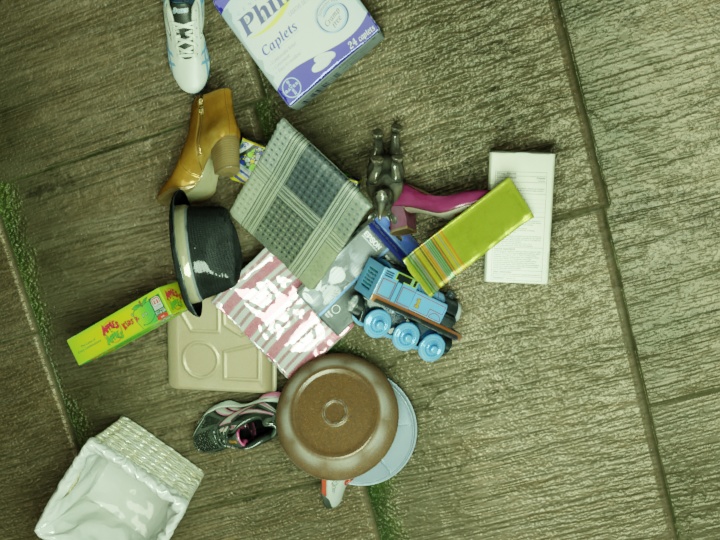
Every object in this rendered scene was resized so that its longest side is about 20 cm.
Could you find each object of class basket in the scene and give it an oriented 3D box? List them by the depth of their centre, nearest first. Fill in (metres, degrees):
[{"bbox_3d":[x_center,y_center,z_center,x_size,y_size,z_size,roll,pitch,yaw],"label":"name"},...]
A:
[{"bbox_3d":[-0.394,0.388,1.461,0.199,0.161,0.199,34,101,1],"label":"basket"}]

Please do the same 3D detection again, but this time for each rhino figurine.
[{"bbox_3d":[0.037,-0.136,1.313,0.059,0.201,0.088,5,130,0],"label":"rhino figurine"}]

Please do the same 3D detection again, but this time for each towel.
[{"bbox_3d":[0.160,-0.047,1.287,0.199,0.018,0.086,-38,126,6],"label":"towel"},{"bbox_3d":[-0.093,-0.097,1.316,0.192,0.034,0.201,43,126,7],"label":"towel"},{"bbox_3d":[-0.124,0.069,1.409,0.146,0.030,0.200,-44,105,-3],"label":"towel"}]

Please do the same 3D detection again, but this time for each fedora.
[{"bbox_3d":[-0.236,-0.033,1.353,0.090,0.201,0.204,-10,98,-1],"label":"fedora"}]

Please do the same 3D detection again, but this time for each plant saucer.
[{"bbox_3d":[-0.039,0.225,1.364,0.197,0.037,0.203,-2,72,5],"label":"plant saucer"}]

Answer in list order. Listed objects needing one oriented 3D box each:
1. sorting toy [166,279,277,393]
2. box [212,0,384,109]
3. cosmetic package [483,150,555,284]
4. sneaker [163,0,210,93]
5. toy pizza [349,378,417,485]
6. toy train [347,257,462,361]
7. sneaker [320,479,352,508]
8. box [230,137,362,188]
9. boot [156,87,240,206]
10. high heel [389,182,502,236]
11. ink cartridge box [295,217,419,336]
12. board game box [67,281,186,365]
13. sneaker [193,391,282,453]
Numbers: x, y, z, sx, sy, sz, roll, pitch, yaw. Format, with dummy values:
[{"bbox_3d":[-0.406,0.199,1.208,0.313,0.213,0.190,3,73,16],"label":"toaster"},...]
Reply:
[{"bbox_3d":[-0.232,0.110,1.464,0.197,0.036,0.188,3,99,11],"label":"sorting toy"},{"bbox_3d":[-0.093,-0.384,1.329,0.183,0.105,0.201,-37,93,10],"label":"box"},{"bbox_3d":[0.246,-0.084,1.353,0.104,0.071,0.203,4,100,7],"label":"cosmetic package"},{"bbox_3d":[-0.278,-0.382,1.368,0.071,0.073,0.203,-2,100,5],"label":"sneaker"},{"bbox_3d":[-0.002,0.262,1.459,0.197,0.032,0.203,1,99,8],"label":"toy pizza"},{"bbox_3d":[0.075,0.063,1.361,0.198,0.087,0.115,25,96,-25],"label":"toy train"},{"bbox_3d":[-0.003,0.298,1.414,0.106,0.067,0.205,6,97,9],"label":"sneaker"},{"bbox_3d":[-0.101,-0.146,1.388,0.198,0.064,0.071,21,102,4],"label":"box"},{"bbox_3d":[-0.263,-0.198,1.401,0.200,0.070,0.146,-23,68,38],"label":"boot"},{"bbox_3d":[0.124,-0.121,1.337,0.198,0.067,0.098,-12,72,25],"label":"high heel"},{"bbox_3d":[0.000,0.000,1.389,0.200,0.039,0.099,-45,103,1],"label":"ink cartridge box"},{"bbox_3d":[-0.370,0.083,1.421,0.198,0.101,0.048,-28,89,20],"label":"board game box"},{"bbox_3d":[-0.204,0.262,1.439,0.198,0.086,0.081,-26,103,24],"label":"sneaker"}]
